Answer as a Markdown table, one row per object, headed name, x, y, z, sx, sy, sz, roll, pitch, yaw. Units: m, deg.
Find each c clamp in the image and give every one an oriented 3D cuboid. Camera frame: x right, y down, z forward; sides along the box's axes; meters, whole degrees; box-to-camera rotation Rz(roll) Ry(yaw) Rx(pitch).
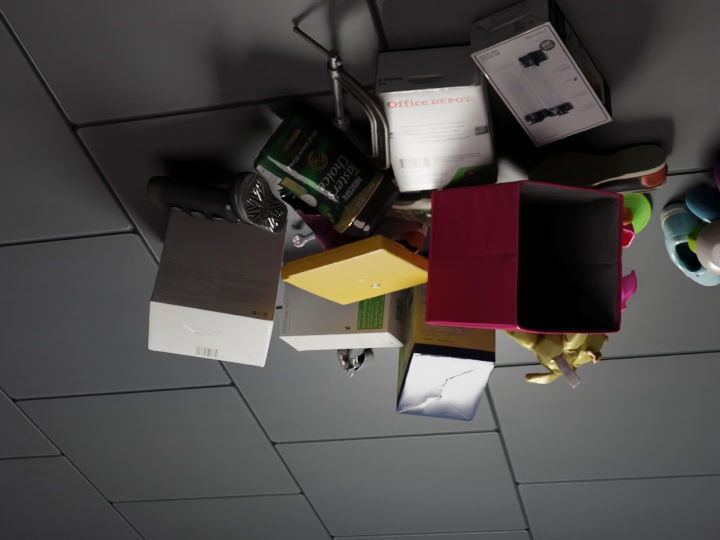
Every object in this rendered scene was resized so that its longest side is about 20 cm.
| name | x | y | z | sx | sy | sz | roll | pitch | yaw |
| --- | --- | --- | --- | --- | --- | --- | --- | --- | --- |
| c clamp | -0.014 | -0.227 | 1.546 | 0.171 | 0.027 | 0.200 | 42 | 163 | 25 |

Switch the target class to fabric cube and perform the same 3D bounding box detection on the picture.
| name | x | y | z | sx | sy | sz | roll | pitch | yaw |
| --- | --- | --- | --- | --- | --- | --- | --- | --- | --- |
| fabric cube | 0.228 | -0.013 | 1.590 | 0.195 | 0.201 | 0.199 | 4 | 176 | -34 |

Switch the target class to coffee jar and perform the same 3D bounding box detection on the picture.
| name | x | y | z | sx | sy | sz | roll | pitch | yaw |
| --- | --- | --- | --- | --- | --- | --- | --- | --- | --- |
| coffee jar | -0.046 | -0.132 | 1.615 | 0.200 | 0.105 | 0.085 | 36 | 161 | -8 |

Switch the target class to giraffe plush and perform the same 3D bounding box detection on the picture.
| name | x | y | z | sx | sy | sz | roll | pitch | yaw |
| --- | --- | --- | --- | --- | --- | --- | --- | --- | --- |
| giraffe plush | 0.353 | 0.102 | 1.914 | 0.172 | 0.201 | 0.162 | -27 | 162 | 32 |

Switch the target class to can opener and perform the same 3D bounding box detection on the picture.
| name | x | y | z | sx | sy | sz | roll | pitch | yaw |
| --- | --- | --- | --- | --- | --- | --- | --- | --- | --- |
| can opener | 0.001 | 0.125 | 2.069 | 0.067 | 0.053 | 0.200 | -18 | 151 | -26 |

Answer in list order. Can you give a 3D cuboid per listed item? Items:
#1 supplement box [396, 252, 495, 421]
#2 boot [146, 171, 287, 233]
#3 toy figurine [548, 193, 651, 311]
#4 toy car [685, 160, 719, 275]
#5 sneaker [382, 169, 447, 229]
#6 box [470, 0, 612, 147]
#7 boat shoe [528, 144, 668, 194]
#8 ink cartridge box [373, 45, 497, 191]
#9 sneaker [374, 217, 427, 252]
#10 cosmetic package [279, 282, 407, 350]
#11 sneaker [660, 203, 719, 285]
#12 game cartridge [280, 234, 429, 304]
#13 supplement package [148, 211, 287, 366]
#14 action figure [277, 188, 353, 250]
| name | x | y | z | sx | sy | sz | roll | pitch | yaw |
| --- | --- | --- | --- | --- | --- | --- | --- | --- | --- |
| supplement box | 0.141 | 0.112 | 1.892 | 0.134 | 0.201 | 0.200 | 7 | 144 | -3 |
| boot | -0.226 | -0.114 | 1.673 | 0.199 | 0.066 | 0.165 | 16 | 165 | 21 |
| toy figurine | 0.343 | -0.021 | 1.704 | 0.199 | 0.185 | 0.150 | 8 | 144 | -3 |
| toy car | 0.559 | -0.094 | 1.626 | 0.199 | 0.175 | 0.151 | -18 | 104 | 29 |
| sneaker | 0.117 | -0.097 | 1.728 | 0.199 | 0.077 | 0.089 | 13 | 148 | 1 |
| box | 0.240 | -0.260 | 1.495 | 0.116 | 0.060 | 0.200 | -19 | 137 | 29 |
| boat shoe | 0.346 | -0.135 | 1.650 | 0.199 | 0.071 | 0.063 | -8 | 145 | 10 |
| ink cartridge box | 0.107 | -0.207 | 1.560 | 0.145 | 0.084 | 0.200 | -3 | 143 | 11 |
| sneaker | 0.026 | -0.025 | 1.820 | 0.073 | 0.085 | 0.200 | 28 | 140 | -31 |
| cosmetic package | -0.028 | 0.072 | 1.908 | 0.199 | 0.108 | 0.085 | -5 | 158 | 22 |
| sneaker | 0.520 | -0.017 | 1.774 | 0.074 | 0.082 | 0.200 | -19 | 138 | 30 |
| game cartridge | 0.000 | 0.000 | 1.700 | 0.176 | 0.033 | 0.200 | -16 | 159 | 24 |
| supplement package | -0.227 | 0.021 | 1.813 | 0.190 | 0.201 | 0.147 | 10 | 144 | -6 |
| action figure | -0.045 | -0.069 | 1.773 | 0.149 | 0.134 | 0.200 | -31 | 134 | 2 |
